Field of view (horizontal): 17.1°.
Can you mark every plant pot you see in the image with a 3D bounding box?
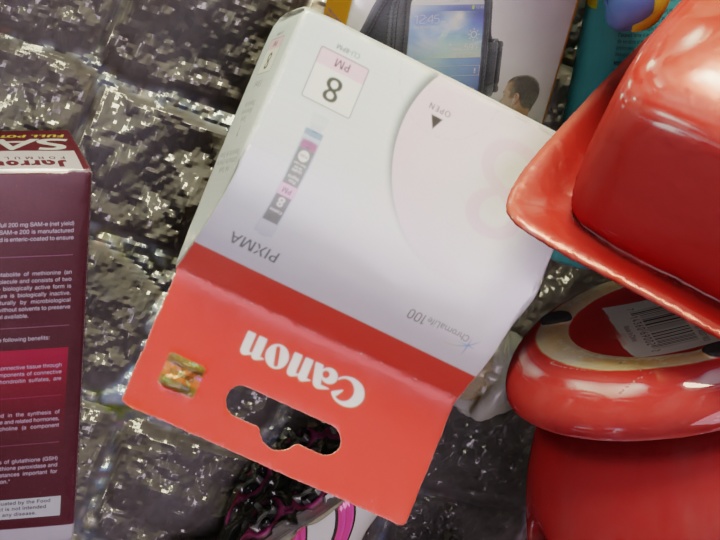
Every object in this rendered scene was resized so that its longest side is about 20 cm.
[{"bbox_3d":[0.176,0.101,1.180,0.200,0.200,0.183,-15,109,-12],"label":"plant pot"}]

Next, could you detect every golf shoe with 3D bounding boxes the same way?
[{"bbox_3d":[-0.037,0.153,1.265,0.200,0.073,0.092,-43,118,12],"label":"golf shoe"}]

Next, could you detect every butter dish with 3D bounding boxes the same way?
[{"bbox_3d":[0.199,-0.073,1.090,0.199,0.200,0.148,-46,157,-36],"label":"butter dish"}]

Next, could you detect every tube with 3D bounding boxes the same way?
[{"bbox_3d":[0.134,-0.100,1.222,0.077,0.050,0.201,-12,119,-49],"label":"tube"}]

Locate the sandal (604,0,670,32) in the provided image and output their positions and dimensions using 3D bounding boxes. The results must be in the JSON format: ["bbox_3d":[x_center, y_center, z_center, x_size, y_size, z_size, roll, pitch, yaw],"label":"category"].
[{"bbox_3d":[0.103,-0.208,1.128,0.087,0.079,0.201,-10,84,-3],"label":"sandal"}]

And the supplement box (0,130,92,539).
[{"bbox_3d":[-0.192,0.035,1.165,0.108,0.061,0.201,-2,114,-19],"label":"supplement box"}]

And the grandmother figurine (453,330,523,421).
[{"bbox_3d":[0.014,0.024,1.224,0.200,0.121,0.061,28,61,-35],"label":"grandmother figurine"}]

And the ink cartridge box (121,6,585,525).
[{"bbox_3d":[0.000,0.000,1.135,0.162,0.057,0.201,25,76,-18],"label":"ink cartridge box"}]

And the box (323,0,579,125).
[{"bbox_3d":[0.043,-0.122,1.187,0.119,0.041,0.201,7,113,-21],"label":"box"}]

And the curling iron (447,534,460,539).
[{"bbox_3d":[-0.023,0.201,1.310,0.200,0.050,0.026,-31,82,4],"label":"curling iron"}]
